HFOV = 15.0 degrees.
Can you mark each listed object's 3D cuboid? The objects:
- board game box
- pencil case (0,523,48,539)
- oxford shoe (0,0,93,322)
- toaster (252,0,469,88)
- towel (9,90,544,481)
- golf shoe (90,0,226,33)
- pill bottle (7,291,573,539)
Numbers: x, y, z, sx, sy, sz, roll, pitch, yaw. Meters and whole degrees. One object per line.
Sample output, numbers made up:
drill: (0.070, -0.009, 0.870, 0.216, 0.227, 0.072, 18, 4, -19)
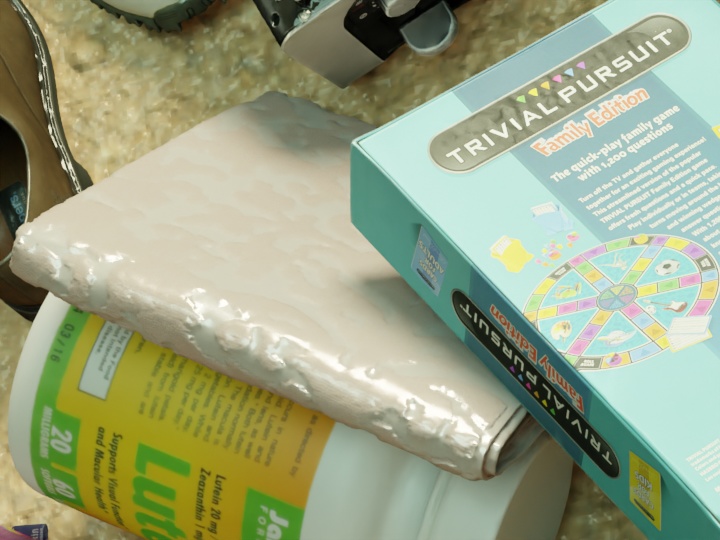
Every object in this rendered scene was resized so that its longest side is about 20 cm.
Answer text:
board game box: (0.114, -0.002, 0.944, 0.151, 0.047, 0.200, -29, 57, -22)
pencil case: (-0.168, 0.196, 1.087, 0.087, 0.087, 0.201, 0, 78, 18)
oxford shoe: (-0.170, -0.076, 1.147, 0.073, 0.084, 0.201, -35, 68, 10)
toaster: (0.008, -0.196, 1.096, 0.180, 0.119, 0.201, -34, 71, 7)
towel: (0.000, 0.000, 1.030, 0.199, 0.191, 0.032, 22, 119, 20)
golf shoe: (-0.125, -0.187, 1.155, 0.077, 0.088, 0.200, -36, 71, 5)
pill bottle: (-0.025, 0.066, 1.052, 0.199, 0.111, 0.112, 20, 85, 21)
